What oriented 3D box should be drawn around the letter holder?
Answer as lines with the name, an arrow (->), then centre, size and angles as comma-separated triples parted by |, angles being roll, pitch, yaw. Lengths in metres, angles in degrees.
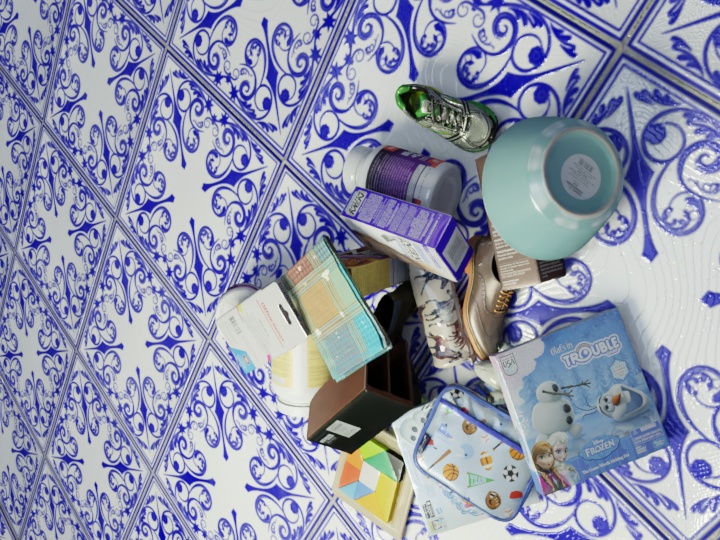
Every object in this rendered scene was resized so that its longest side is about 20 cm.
letter holder -> -0.004, 0.207, 1.077 | 0.200, 0.098, 0.145 | -46, 31, 39

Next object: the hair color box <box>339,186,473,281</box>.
hair color box -> 0.072, -0.060, 0.978 | 0.197, 0.109, 0.066 | 25, 77, 39

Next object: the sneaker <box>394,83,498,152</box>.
sneaker -> 0.136, -0.251, 1.003 | 0.197, 0.084, 0.080 | 30, 113, 31

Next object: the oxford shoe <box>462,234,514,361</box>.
oxford shoe -> 0.211, 0.045, 0.979 | 0.072, 0.070, 0.208 | -2, 95, 56

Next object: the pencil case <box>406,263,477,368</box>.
pencil case -> 0.140, 0.064, 1.043 | 0.089, 0.076, 0.207 | -22, 81, 52

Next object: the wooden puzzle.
wooden puzzle -> 0.025, 0.405, 1.202 | 0.181, 0.037, 0.207 | 22, 109, 34

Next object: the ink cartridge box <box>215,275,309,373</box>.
ink cartridge box -> -0.162, 0.092, 1.091 | 0.198, 0.067, 0.117 | -30, 93, 40

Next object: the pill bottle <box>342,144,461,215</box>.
pill bottle -> 0.067, -0.151, 1.053 | 0.196, 0.110, 0.115 | 24, 110, 33

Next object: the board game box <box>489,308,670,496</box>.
board game box -> 0.311, 0.185, 0.873 | 0.194, 0.043, 0.205 | -20, 82, -3

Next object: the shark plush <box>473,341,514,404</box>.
shark plush -> 0.274, 0.165, 0.943 | 0.193, 0.083, 0.094 | 1, 75, 9

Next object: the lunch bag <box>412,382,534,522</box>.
lunch bag -> 0.183, 0.274, 0.955 | 0.196, 0.075, 0.164 | 29, 93, 15

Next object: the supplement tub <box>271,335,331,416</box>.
supplement tub -> -0.108, 0.169, 1.210 | 0.142, 0.143, 0.208 | 6, 99, 37

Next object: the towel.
towel -> -0.046, 0.066, 0.981 | 0.146, 0.021, 0.204 | -37, 80, 40

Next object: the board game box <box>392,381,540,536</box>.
board game box -> 0.173, 0.311, 1.024 | 0.194, 0.043, 0.206 | -22, 81, 15

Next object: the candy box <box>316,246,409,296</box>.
candy box -> 0.000, 0.000, 1.069 | 0.114, 0.198, 0.059 | 5, 102, 36

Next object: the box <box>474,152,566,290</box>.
box -> 0.244, -0.080, 0.927 | 0.073, 0.099, 0.207 | -11, 88, 41

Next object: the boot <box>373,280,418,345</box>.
boot -> 0.037, 0.101, 1.116 | 0.075, 0.096, 0.203 | 44, 119, 25

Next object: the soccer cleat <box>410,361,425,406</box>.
soccer cleat -> 0.088, 0.257, 1.130 | 0.083, 0.063, 0.207 | -20, 86, 64

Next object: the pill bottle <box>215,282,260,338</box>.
pill bottle -> -0.245, 0.086, 1.278 | 0.200, 0.108, 0.117 | -167, 72, -80

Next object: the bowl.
bowl -> 0.273, -0.123, 0.826 | 0.105, 0.194, 0.208 | 154, 103, -79
